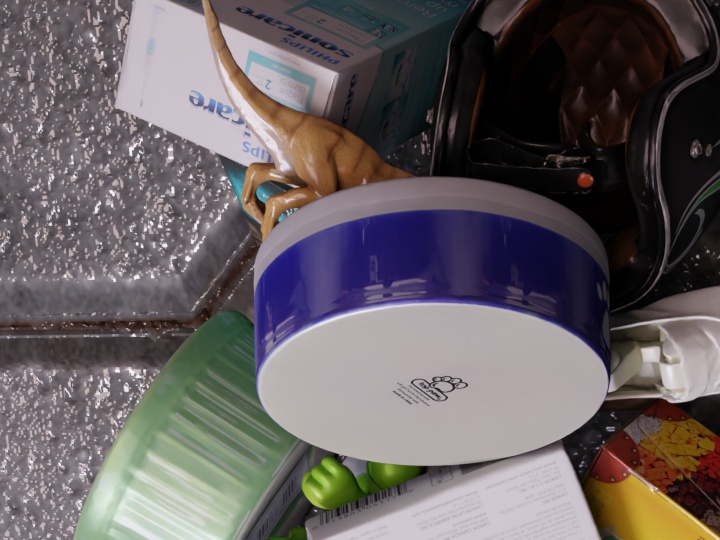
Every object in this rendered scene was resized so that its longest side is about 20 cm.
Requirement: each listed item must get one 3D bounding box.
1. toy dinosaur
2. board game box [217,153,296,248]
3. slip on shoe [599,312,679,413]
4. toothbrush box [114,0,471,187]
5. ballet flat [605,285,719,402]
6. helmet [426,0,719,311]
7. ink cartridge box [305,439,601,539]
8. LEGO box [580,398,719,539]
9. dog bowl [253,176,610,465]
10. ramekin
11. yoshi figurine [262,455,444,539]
[{"bbox_3d":[-0.033,-0.067,1.427,0.200,0.060,0.106,33,110,-10],"label":"toy dinosaur"},{"bbox_3d":[0.000,0.000,1.580,0.200,0.028,0.135,32,155,38],"label":"board game box"},{"bbox_3d":[0.112,0.053,1.589,0.200,0.061,0.076,13,104,25],"label":"slip on shoe"},{"bbox_3d":[-0.033,-0.135,1.549,0.146,0.200,0.085,25,120,22],"label":"toothbrush box"},{"bbox_3d":[0.168,0.054,1.488,0.200,0.069,0.070,-7,95,19],"label":"ballet flat"},{"bbox_3d":[0.135,-0.091,1.483,0.200,0.191,0.200,13,137,13],"label":"helmet"},{"bbox_3d":[0.076,0.214,1.489,0.162,0.057,0.200,-21,106,2],"label":"ink cartridge box"},{"bbox_3d":[0.186,0.203,1.539,0.149,0.077,0.200,37,128,16],"label":"LEGO box"},{"bbox_3d":[0.040,0.032,1.399,0.200,0.200,0.079,-18,56,28],"label":"dog bowl"},{"bbox_3d":[-0.093,0.135,1.635,0.098,0.200,0.200,30,111,11],"label":"ramekin"},{"bbox_3d":[-0.017,0.154,1.553,0.112,0.112,0.200,6,65,49],"label":"yoshi figurine"}]
